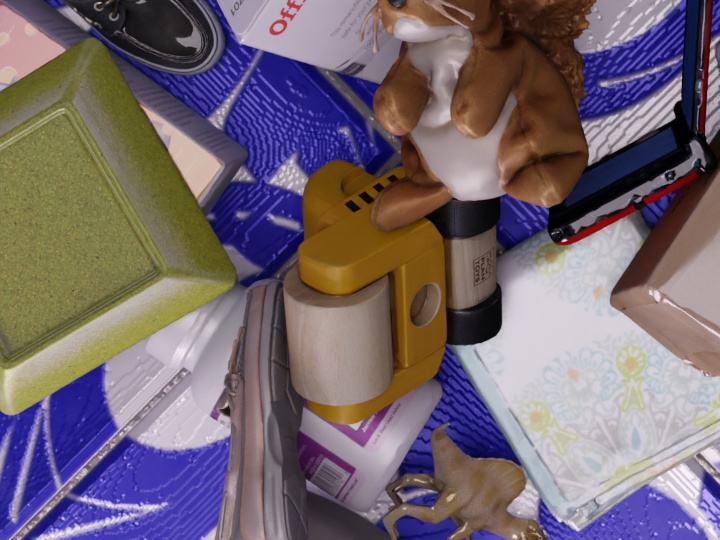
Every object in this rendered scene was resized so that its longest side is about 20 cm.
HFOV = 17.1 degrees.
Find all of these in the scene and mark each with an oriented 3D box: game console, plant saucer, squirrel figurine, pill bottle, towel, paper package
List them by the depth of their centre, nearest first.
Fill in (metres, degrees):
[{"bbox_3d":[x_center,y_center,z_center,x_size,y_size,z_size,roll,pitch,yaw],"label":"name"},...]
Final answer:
[{"bbox_3d":[0.073,-0.153,1.546,0.141,0.200,0.187,-4,120,38],"label":"squirrel figurine"},{"bbox_3d":[0.268,-0.035,1.594,0.103,0.191,0.200,35,87,0],"label":"paper package"},{"bbox_3d":[0.181,-0.118,1.613,0.172,0.200,0.119,-28,96,10],"label":"game console"},{"bbox_3d":[-0.219,-0.026,1.649,0.199,0.048,0.201,-30,93,9],"label":"plant saucer"},{"bbox_3d":[-0.050,0.076,1.715,0.200,0.112,0.113,33,100,2],"label":"pill bottle"},{"bbox_3d":[0.168,0.065,1.720,0.171,0.048,0.201,-31,92,7],"label":"towel"}]

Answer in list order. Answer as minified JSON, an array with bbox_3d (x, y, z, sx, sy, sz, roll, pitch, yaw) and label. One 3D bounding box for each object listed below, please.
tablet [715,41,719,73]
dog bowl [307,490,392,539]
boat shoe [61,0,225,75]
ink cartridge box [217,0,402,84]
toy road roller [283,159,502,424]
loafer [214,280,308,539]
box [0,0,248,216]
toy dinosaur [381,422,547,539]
[{"bbox_3d":[0.337,-0.082,1.696,0.129,0.014,0.201,-14,94,9],"label":"tablet"},{"bbox_3d":[-0.010,0.236,1.685,0.200,0.200,0.079,33,97,2],"label":"dog bowl"},{"bbox_3d":[-0.188,-0.206,1.726,0.200,0.057,0.069,35,100,2],"label":"boat shoe"},{"bbox_3d":[0.018,-0.208,1.611,0.147,0.199,0.086,-52,44,27],"label":"ink cartridge box"},{"bbox_3d":[0.000,0.000,1.645,0.146,0.200,0.123,22,129,36],"label":"toy road roller"},{"bbox_3d":[-0.074,0.104,1.610,0.063,0.072,0.201,-10,66,15],"label":"loafer"},{"bbox_3d":[-0.208,-0.078,1.719,0.200,0.106,0.153,35,100,1],"label":"box"},{"bbox_3d":[0.066,0.156,1.712,0.101,0.058,0.200,-24,136,15],"label":"toy dinosaur"}]
